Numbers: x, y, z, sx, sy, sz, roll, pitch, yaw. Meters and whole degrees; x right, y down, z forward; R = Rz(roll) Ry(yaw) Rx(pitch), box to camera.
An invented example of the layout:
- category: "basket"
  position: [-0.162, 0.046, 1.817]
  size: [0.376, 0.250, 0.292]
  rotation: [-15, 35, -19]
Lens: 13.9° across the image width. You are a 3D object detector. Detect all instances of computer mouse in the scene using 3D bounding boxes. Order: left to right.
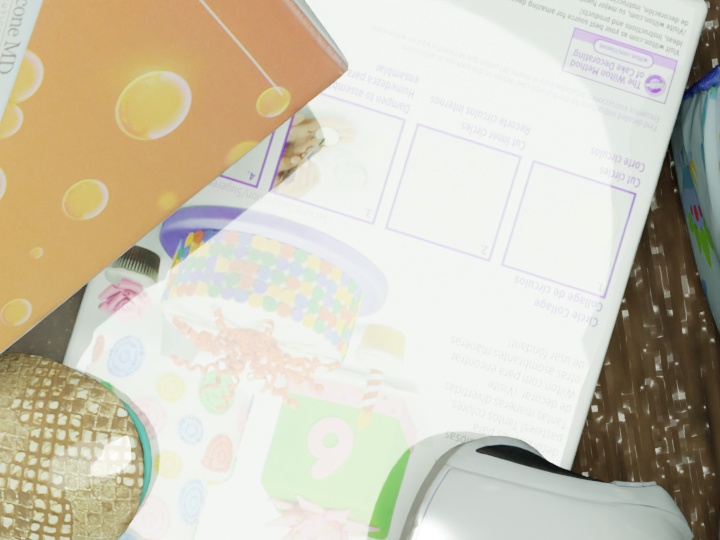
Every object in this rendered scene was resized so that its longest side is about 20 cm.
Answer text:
- category: "computer mouse"
  position: [0.074, 0.096, 0.813]
  size: [0.044, 0.200, 0.110]
  rotation: [13, 86, 34]

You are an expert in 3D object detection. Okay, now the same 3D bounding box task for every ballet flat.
- category: "ballet flat"
  position: [-0.148, 0.058, 0.806]
  size: [0.199, 0.065, 0.071]
  rotation: [-8, 82, 37]

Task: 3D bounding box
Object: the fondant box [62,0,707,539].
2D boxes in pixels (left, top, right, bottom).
- category: "fondant box"
  position: [0.000, 0.000, 0.840]
  size: [0.144, 0.058, 0.201]
  rotation: [17, 85, -2]

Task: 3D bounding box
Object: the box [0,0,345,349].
- category: "box"
  position: [-0.126, -0.047, 0.721]
  size: [0.200, 0.098, 0.124]
  rotation: [-39, 132, 4]

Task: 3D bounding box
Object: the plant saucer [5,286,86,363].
- category: "plant saucer"
  position: [-0.072, 0.005, 0.881]
  size: [0.199, 0.034, 0.201]
  rotation: [0, 86, -4]

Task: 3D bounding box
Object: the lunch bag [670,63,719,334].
- category: "lunch bag"
  position: [0.167, 0.015, 0.823]
  size: [0.127, 0.170, 0.200]
  rotation: [-45, 89, -3]
